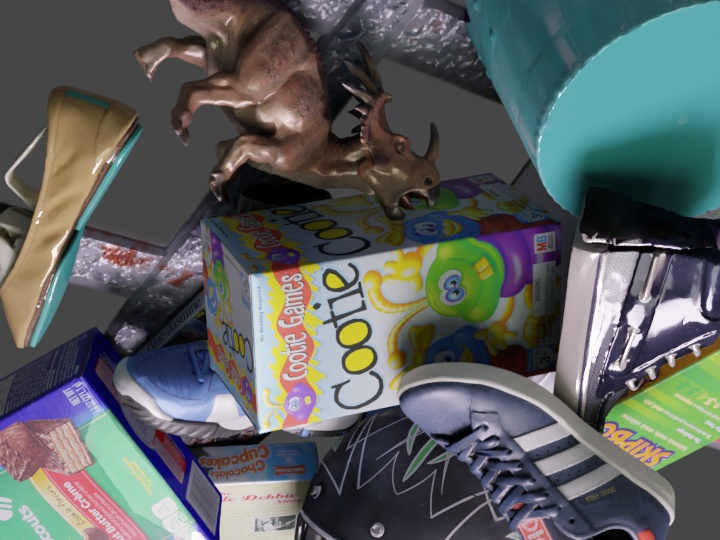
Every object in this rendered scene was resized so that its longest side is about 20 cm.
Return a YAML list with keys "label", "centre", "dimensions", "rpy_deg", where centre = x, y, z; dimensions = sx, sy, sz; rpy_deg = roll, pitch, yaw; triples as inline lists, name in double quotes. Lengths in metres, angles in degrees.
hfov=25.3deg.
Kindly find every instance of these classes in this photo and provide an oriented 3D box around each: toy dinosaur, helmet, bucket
- label: "toy dinosaur"
  centre: [-0.046, -0.109, 0.946]
  dimensions: [0.135, 0.086, 0.201]
  rpy_deg: [-31, 122, -1]
- label: "helmet"
  centre: [0.047, 0.192, 1.181]
  dimensions: [0.199, 0.200, 0.192]
  rpy_deg: [-2, 122, -18]
- label: "bucket"
  centre: [0.169, -0.133, 0.949]
  dimensions: [0.206, 0.135, 0.208]
  rpy_deg: [-10, 141, -9]

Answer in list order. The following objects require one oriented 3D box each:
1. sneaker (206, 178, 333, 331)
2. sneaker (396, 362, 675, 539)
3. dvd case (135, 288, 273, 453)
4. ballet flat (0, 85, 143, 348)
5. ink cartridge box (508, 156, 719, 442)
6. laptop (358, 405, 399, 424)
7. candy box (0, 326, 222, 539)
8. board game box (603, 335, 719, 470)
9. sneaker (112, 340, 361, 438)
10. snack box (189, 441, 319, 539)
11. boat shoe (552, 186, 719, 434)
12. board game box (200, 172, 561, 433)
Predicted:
- label: "sneaker"
  centre: [0.000, 0.000, 1.077]
  dimensions: [0.199, 0.075, 0.107]
  rpy_deg: [0, 115, -32]
- label: "sneaker"
  centre: [0.102, 0.129, 0.947]
  dimensions: [0.199, 0.085, 0.075]
  rpy_deg: [30, 145, -17]
- label: "dvd case"
  centre: [-0.083, 0.063, 1.169]
  dimensions: [0.142, 0.018, 0.200]
  rpy_deg: [25, 123, -40]
- label: "ballet flat"
  centre: [-0.195, -0.036, 0.997]
  dimensions: [0.063, 0.069, 0.200]
  rpy_deg: [27, 125, -6]
- label: "ink cartridge box"
  centre: [0.196, 0.012, 1.113]
  dimensions: [0.199, 0.146, 0.145]
  rpy_deg: [10, 133, -29]
- label: "laptop"
  centre: [0.091, 0.204, 1.321]
  dimensions: [0.116, 0.200, 0.188]
  rpy_deg: [-32, 153, -38]
- label: "candy box"
  centre: [-0.226, 0.164, 1.139]
  dimensions: [0.199, 0.077, 0.170]
  rpy_deg: [-29, 112, 13]
- label: "board game box"
  centre: [0.222, 0.083, 1.069]
  dimensions: [0.199, 0.030, 0.096]
  rpy_deg: [-32, 137, 11]
- label: "sneaker"
  centre: [-0.078, 0.067, 1.114]
  dimensions: [0.199, 0.076, 0.077]
  rpy_deg: [1, 130, -34]
- label: "snack box"
  centre: [-0.134, 0.182, 1.249]
  dimensions: [0.199, 0.037, 0.117]
  rpy_deg: [-2, 142, -8]
- label: "boat shoe"
  centre: [0.167, 0.045, 0.958]
  dimensions: [0.092, 0.075, 0.201]
  rpy_deg: [10, 134, 11]
- label: "board game box"
  centre: [0.013, 0.015, 0.994]
  dimensions: [0.199, 0.105, 0.104]
  rpy_deg: [-10, 114, -20]
